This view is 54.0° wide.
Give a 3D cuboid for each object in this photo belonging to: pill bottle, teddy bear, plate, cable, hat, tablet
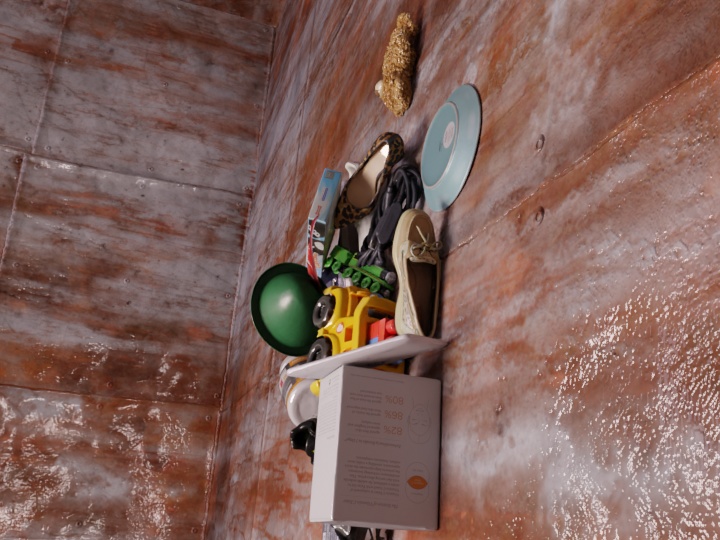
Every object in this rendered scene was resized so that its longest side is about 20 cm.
[{"bbox_3d":[-0.110,0.246,1.479,0.200,0.115,0.118,-139,61,-70],"label":"pill bottle"},{"bbox_3d":[0.067,-0.404,1.380,0.145,0.066,0.202,-178,99,-76],"label":"teddy bear"},{"bbox_3d":[0.132,-0.194,1.108,0.200,0.025,0.202,-169,90,-74],"label":"plate"},{"bbox_3d":[0.052,-0.094,1.247,0.163,0.050,0.202,147,145,-76],"label":"cable"},{"bbox_3d":[-0.087,0.049,1.215,0.176,0.200,0.166,-17,33,56],"label":"hat"},{"bbox_3d":[0.010,0.124,0.987,0.199,0.130,0.014,-19,71,26],"label":"tablet"}]

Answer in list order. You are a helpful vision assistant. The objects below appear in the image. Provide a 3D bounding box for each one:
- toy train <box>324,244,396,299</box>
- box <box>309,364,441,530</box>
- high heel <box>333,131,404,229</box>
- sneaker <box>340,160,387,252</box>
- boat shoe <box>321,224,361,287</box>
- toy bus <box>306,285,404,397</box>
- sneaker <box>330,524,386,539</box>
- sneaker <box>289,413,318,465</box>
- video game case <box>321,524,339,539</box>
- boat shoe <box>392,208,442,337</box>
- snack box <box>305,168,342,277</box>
[{"bbox_3d":[0.000,0.000,1.311,0.199,0.042,0.057,28,83,51],"label":"toy train"},{"bbox_3d":[0.021,0.249,0.978,0.106,0.151,0.202,138,140,-62],"label":"box"},{"bbox_3d":[0.005,-0.160,1.265,0.200,0.071,0.143,-51,-8,3],"label":"high heel"},{"bbox_3d":[-0.001,-0.121,1.374,0.075,0.099,0.202,137,139,-60],"label":"sneaker"},{"bbox_3d":[-0.044,-0.020,1.439,0.092,0.075,0.202,-20,52,27],"label":"boat shoe"},{"bbox_3d":[0.015,0.105,1.157,0.192,0.135,0.202,-35,43,49],"label":"toy bus"},{"bbox_3d":[0.001,0.367,1.069,0.066,0.090,0.202,170,109,-66],"label":"sneaker"},{"bbox_3d":[-0.045,0.294,1.182,0.199,0.087,0.075,8,106,45],"label":"sneaker"},{"bbox_3d":[-0.031,0.433,1.269,0.200,0.019,0.144,134,143,-60],"label":"video game case"},{"bbox_3d":[0.092,0.006,1.052,0.063,0.073,0.202,171,98,-66],"label":"boat shoe"},{"bbox_3d":[-0.072,-0.086,1.347,0.201,0.037,0.117,100,-175,-59],"label":"snack box"}]
